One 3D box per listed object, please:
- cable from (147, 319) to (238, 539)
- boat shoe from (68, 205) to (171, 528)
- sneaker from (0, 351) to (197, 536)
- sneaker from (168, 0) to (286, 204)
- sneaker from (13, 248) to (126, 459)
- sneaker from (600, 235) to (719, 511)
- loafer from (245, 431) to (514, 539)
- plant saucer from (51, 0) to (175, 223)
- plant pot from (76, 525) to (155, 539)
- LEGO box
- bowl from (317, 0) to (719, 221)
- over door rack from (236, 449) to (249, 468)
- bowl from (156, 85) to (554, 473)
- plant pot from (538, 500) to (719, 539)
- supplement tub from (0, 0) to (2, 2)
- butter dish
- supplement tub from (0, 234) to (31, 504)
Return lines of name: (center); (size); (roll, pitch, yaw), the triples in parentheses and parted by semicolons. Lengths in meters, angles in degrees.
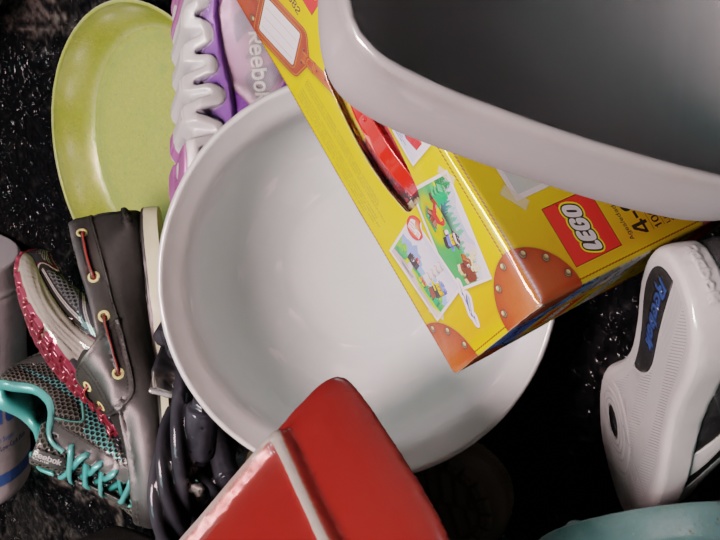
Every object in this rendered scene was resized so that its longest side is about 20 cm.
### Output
cable: (-0.084, 0.083, 0.754); (0.050, 0.200, 0.164); (1, 108, 2)
boat shoe: (-0.143, 0.061, 0.791); (0.074, 0.063, 0.203); (115, 147, -79)
sneaker: (-0.193, 0.132, 0.920); (0.200, 0.091, 0.078); (44, 130, 25)
sneaker: (-0.063, -0.124, 0.730); (0.080, 0.088, 0.202); (139, 131, -71)
sneaker: (-0.171, 0.058, 0.884); (0.200, 0.075, 0.081); (45, 156, 19)
sneaker: (0.173, 0.050, 0.558); (0.200, 0.111, 0.073); (88, 171, -60)
loafer: (0.014, 0.116, 0.732); (0.199, 0.067, 0.077); (-1, 104, 46)
plant saucer: (-0.134, -0.078, 0.840); (0.199, 0.031, 0.202); (17, 115, 40)
plant pot: (-0.179, 0.284, 0.826); (0.177, 0.199, 0.201); (33, 139, 58)
LEGO box: (0.060, -0.080, 0.559); (0.201, 0.148, 0.077); (60, 147, 11)
bowl: (0.077, -0.116, 0.489); (0.075, 0.198, 0.201); (132, 151, -60)
over door rack: (-0.050, 0.239, 0.835); (0.147, 0.066, 0.201); (31, 122, 35)
bowl: (0.000, 0.000, 0.665); (0.199, 0.090, 0.203); (0, 96, 3)
plant pot: (0.143, 0.179, 0.561); (0.200, 0.199, 0.135); (-30, 56, 45)
supplement tub: (-0.295, -0.251, 0.859); (0.145, 0.144, 0.200); (53, 133, 18)
butter dish: (-0.012, 0.182, 0.563); (0.200, 0.148, 0.200); (-49, 24, 3)
supplement tub: (-0.329, 0.080, 1.007); (0.131, 0.132, 0.201); (22, 118, 38)
